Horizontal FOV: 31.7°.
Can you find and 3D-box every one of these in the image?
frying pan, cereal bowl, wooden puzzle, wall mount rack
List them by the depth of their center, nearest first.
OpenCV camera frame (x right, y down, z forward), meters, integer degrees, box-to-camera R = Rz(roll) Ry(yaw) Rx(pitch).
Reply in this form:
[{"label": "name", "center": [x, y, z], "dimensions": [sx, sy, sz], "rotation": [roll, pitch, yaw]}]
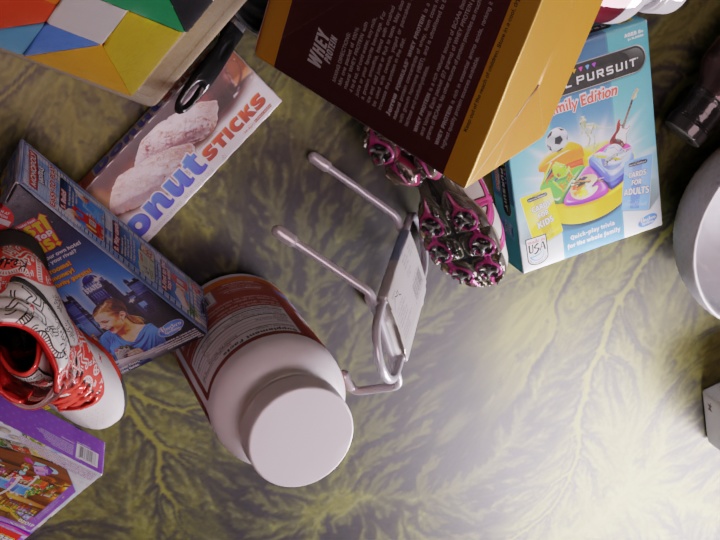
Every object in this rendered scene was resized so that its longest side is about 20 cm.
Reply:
[{"label": "wooden puzzle", "center": [-0.189, -0.185, 0.885], "dimensions": [0.184, 0.200, 0.037], "rotation": [18, 60, -30]}, {"label": "frying pan", "center": [-0.074, -0.204, 0.995], "dimensions": [0.114, 0.031, 0.191], "rotation": [11, 107, -43]}, {"label": "wall mount rack", "center": [0.000, 0.000, 1.063], "dimensions": [0.074, 0.200, 0.175], "rotation": [-8, 122, 19]}, {"label": "cereal bowl", "center": [0.386, -0.050, 1.235], "dimensions": [0.199, 0.083, 0.201], "rotation": [-9, 115, -20]}]

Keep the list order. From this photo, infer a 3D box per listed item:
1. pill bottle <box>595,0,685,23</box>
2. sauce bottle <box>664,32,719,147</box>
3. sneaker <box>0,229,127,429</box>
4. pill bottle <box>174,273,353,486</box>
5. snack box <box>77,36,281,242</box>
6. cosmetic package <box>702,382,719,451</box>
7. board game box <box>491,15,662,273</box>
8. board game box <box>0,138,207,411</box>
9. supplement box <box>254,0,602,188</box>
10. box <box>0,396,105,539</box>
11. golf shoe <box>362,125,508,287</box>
[{"label": "pill bottle", "center": [0.173, -0.263, 1.038], "dimensions": [0.199, 0.113, 0.114], "rotation": [1, 111, -23]}, {"label": "sauce bottle", "center": [0.361, -0.204, 1.170], "dimensions": [0.066, 0.066, 0.201], "rotation": [33, 96, -30]}, {"label": "sneaker", "center": [-0.230, 0.077, 0.933], "dimensions": [0.067, 0.108, 0.202], "rotation": [-17, 129, 2]}, {"label": "pill bottle", "center": [-0.078, 0.088, 1.029], "dimensions": [0.111, 0.200, 0.113], "rotation": [-9, 115, -19]}, {"label": "snack box", "center": [-0.157, -0.091, 1.022], "dimensions": [0.200, 0.024, 0.072], "rotation": [-46, 123, 1]}, {"label": "cosmetic package", "center": [0.477, 0.140, 1.343], "dimensions": [0.199, 0.101, 0.072], "rotation": [-21, 119, -13]}, {"label": "board game box", "center": [0.192, -0.115, 1.146], "dimensions": [0.150, 0.047, 0.201], "rotation": [-19, 118, -15]}, {"label": "board game box", "center": [-0.253, 0.008, 0.983], "dimensions": [0.199, 0.062, 0.200], "rotation": [-24, 128, 7]}, {"label": "supplement box", "center": [0.058, -0.209, 0.915], "dimensions": [0.133, 0.199, 0.198], "rotation": [-34, 151, -50]}, {"label": "box", "center": [-0.326, 0.143, 1.015], "dimensions": [0.137, 0.039, 0.200], "rotation": [-39, 124, 24]}, {"label": "golf shoe", "center": [0.081, -0.076, 1.092], "dimensions": [0.201, 0.072, 0.092], "rotation": [59, 42, -27]}]
